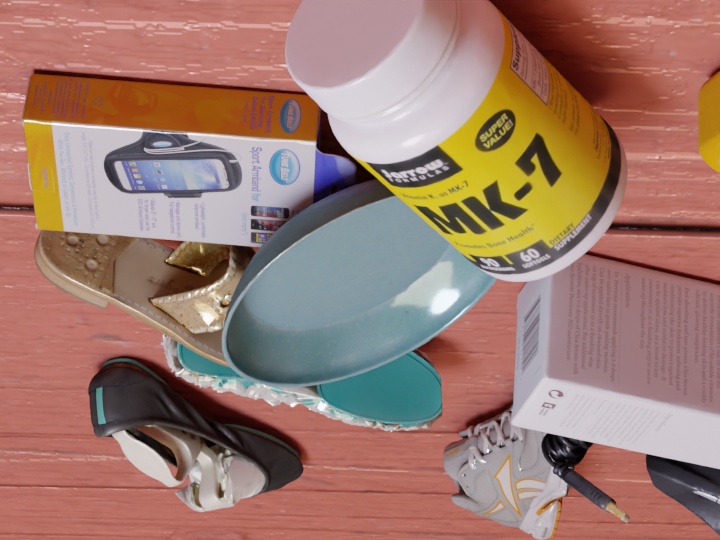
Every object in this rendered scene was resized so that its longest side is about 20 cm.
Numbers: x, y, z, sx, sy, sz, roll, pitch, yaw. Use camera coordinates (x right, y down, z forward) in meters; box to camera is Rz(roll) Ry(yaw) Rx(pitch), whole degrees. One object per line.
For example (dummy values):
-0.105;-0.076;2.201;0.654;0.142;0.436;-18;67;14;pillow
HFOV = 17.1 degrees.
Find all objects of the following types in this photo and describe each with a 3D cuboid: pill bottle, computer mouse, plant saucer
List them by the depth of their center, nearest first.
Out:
0.053;-0.088;1.338;0.114;0.115;0.200;-18;141;32;pill bottle
0.000;0.000;1.497;0.199;0.036;0.200;-21;150;-12;plant saucer
0.218;0.138;1.590;0.200;0.140;0.046;39;127;18;computer mouse

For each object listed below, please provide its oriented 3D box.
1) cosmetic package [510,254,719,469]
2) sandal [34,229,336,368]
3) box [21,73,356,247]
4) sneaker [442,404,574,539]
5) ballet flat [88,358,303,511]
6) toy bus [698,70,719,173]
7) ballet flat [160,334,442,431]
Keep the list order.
0.203;0.063;1.563;0.199;0.102;0.071;13;148;-10;cosmetic package
-0.102;0.005;1.537;0.211;0.078;0.070;19;151;-11;sandal
-0.102;-0.064;1.467;0.199;0.042;0.119;3;147;-1;box
0.106;0.131;1.711;0.092;0.076;0.200;9;146;2;sneaker
-0.123;0.135;1.750;0.200;0.069;0.068;31;139;-35;ballet flat
0.276;-0.115;1.310;0.078;0.065;0.200;23;144;-23;toy bus
-0.040;0.061;1.643;0.199;0.072;0.072;15;146;-11;ballet flat
